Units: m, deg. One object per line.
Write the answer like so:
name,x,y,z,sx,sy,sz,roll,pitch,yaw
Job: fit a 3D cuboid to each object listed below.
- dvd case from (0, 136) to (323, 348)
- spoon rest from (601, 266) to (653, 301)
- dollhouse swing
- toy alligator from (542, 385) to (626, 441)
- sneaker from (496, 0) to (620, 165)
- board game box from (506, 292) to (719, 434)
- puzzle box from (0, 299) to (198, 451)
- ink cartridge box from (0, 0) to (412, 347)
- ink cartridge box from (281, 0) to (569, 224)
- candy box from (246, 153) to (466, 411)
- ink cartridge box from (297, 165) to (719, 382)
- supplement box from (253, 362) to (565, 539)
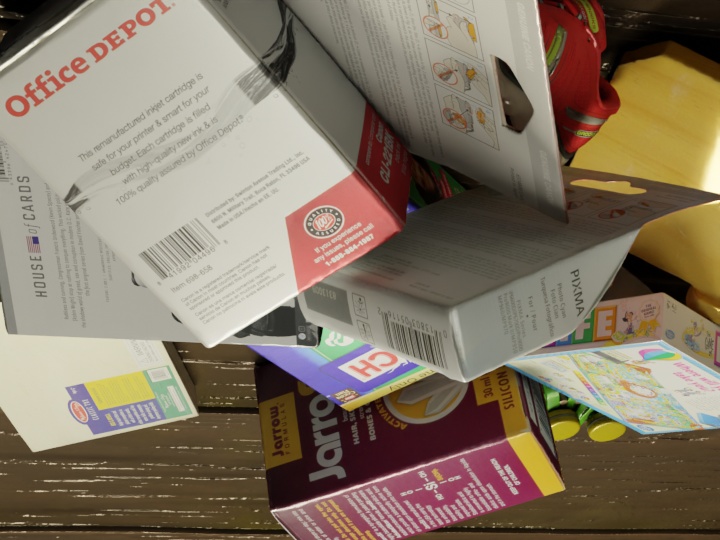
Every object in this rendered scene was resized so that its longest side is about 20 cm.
dvd case,-0.124,-0.023,1.026,0.200,0.025,0.151,3,123,6
spoon rest,0.166,0.020,1.232,0.099,0.061,0.200,-14,159,7
dollhouse swing,0.263,-0.086,1.113,0.182,0.176,0.200,-41,161,-34
toy alligator,0.199,0.095,1.331,0.200,0.059,0.054,2,143,-18
sneaker,0.097,-0.139,0.980,0.085,0.077,0.200,-37,144,3
board game box,0.206,0.070,1.200,0.134,0.034,0.200,-9,155,39
puzzle box,-0.202,0.061,1.206,0.133,0.025,0.200,-12,146,2
ink cartridge box,-0.088,-0.078,0.922,0.144,0.084,0.200,-31,116,23
ink cartridge box,0.037,-0.126,0.895,0.176,0.045,0.200,26,156,25
candy box,0.000,0.000,1.127,0.169,0.077,0.200,-27,142,23
ink cartridge box,0.086,-0.006,0.968,0.200,0.160,0.047,-20,110,-29
supplement box,0.035,0.115,1.256,0.200,0.131,0.103,-20,143,12
